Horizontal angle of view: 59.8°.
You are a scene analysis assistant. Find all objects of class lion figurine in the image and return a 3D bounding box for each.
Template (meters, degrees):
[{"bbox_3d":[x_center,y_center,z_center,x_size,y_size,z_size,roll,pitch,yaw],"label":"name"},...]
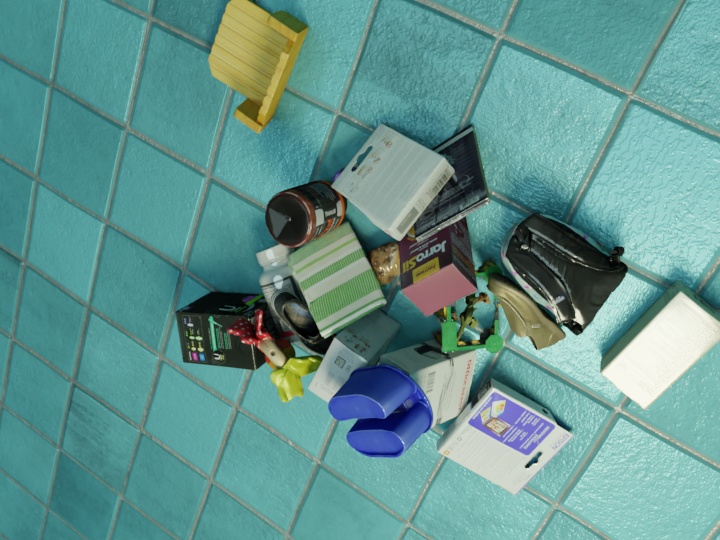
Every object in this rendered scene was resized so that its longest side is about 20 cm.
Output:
[{"bbox_3d":[0.000,0.000,1.285,0.196,0.072,0.126,5,94,28],"label":"lion figurine"}]

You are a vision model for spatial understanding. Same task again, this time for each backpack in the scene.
[{"bbox_3d":[0.338,-0.006,1.094,0.199,0.127,0.168,37,87,6],"label":"backpack"}]

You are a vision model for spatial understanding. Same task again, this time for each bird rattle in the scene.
[{"bbox_3d":[-0.175,0.170,1.264,0.199,0.163,0.113,37,81,10],"label":"bird rattle"}]

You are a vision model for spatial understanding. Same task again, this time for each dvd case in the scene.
[{"bbox_3d":[0.153,-0.159,1.121,0.147,0.203,0.016,-29,132,28],"label":"dvd case"}]

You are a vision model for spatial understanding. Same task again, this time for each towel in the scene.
[{"bbox_3d":[-0.049,0.016,1.236,0.151,0.023,0.202,-29,60,1],"label":"towel"}]

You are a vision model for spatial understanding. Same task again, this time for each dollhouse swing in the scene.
[{"bbox_3d":[-0.222,-0.416,1.221,0.173,0.183,0.202,26,115,-7],"label":"dollhouse swing"}]

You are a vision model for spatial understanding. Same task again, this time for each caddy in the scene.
[{"bbox_3d":[0.038,0.238,1.087,0.198,0.105,0.143,-20,103,51],"label":"caddy"}]

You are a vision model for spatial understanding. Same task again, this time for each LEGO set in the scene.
[{"bbox_3d":[0.199,0.063,1.213,0.150,0.116,0.204,-13,105,-4],"label":"LEGO set"}]

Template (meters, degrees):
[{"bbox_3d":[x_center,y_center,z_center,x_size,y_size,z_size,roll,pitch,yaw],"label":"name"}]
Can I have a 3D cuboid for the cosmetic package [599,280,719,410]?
[{"bbox_3d":[0.522,0.130,1.087,0.105,0.071,0.201,40,116,8],"label":"cosmetic package"}]

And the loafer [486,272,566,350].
[{"bbox_3d":[0.293,0.082,1.134,0.199,0.076,0.068,39,100,-19],"label":"loafer"}]

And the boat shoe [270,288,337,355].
[{"bbox_3d":[-0.101,0.113,1.254,0.070,0.066,0.201,-41,122,-6],"label":"boat shoe"}]

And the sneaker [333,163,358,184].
[{"bbox_3d":[0.033,-0.146,1.222,0.196,0.083,0.082,19,111,17],"label":"sneaker"}]

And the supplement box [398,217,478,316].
[{"bbox_3d":[0.134,-0.037,1.123,0.109,0.203,0.085,-28,129,27],"label":"supplement box"}]

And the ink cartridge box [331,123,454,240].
[{"bbox_3d":[0.055,-0.167,1.156,0.163,0.050,0.200,-51,44,1],"label":"ink cartridge box"}]

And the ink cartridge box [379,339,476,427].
[{"bbox_3d":[0.123,0.223,1.213,0.083,0.197,0.148,26,116,42],"label":"ink cartridge box"}]

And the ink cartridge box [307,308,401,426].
[{"bbox_3d":[-0.018,0.188,1.270,0.083,0.200,0.178,33,115,10],"label":"ink cartridge box"}]

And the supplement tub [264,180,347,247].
[{"bbox_3d":[-0.095,-0.117,1.221,0.105,0.200,0.109,7,108,22],"label":"supplement tub"}]

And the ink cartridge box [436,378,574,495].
[{"bbox_3d":[0.286,0.336,1.252,0.198,0.044,0.200,30,116,-8],"label":"ink cartridge box"}]

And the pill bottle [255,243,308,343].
[{"bbox_3d":[-0.152,0.043,1.341,0.109,0.110,0.204,-17,97,26],"label":"pill bottle"}]

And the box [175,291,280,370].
[{"bbox_3d":[-0.287,0.131,1.403,0.196,0.148,0.127,1,106,24],"label":"box"}]
